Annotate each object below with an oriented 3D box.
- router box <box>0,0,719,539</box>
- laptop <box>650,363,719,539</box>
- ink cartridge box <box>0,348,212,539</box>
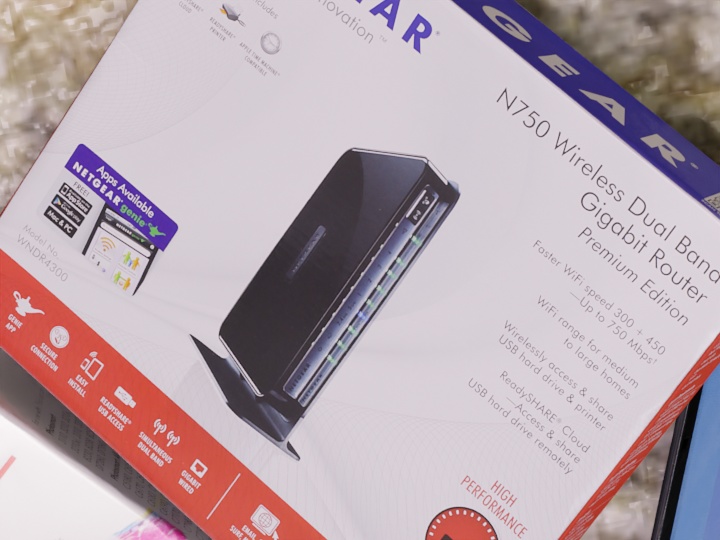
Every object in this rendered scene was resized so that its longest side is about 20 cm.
[{"bbox_3d":[0.000,0.000,0.746,0.200,0.049,0.180,40,112,14],"label":"router box"},{"bbox_3d":[0.187,0.054,0.800,0.200,0.103,0.177,9,105,-6],"label":"laptop"},{"bbox_3d":[-0.109,0.106,0.812,0.200,0.068,0.115,37,99,-12],"label":"ink cartridge box"}]
